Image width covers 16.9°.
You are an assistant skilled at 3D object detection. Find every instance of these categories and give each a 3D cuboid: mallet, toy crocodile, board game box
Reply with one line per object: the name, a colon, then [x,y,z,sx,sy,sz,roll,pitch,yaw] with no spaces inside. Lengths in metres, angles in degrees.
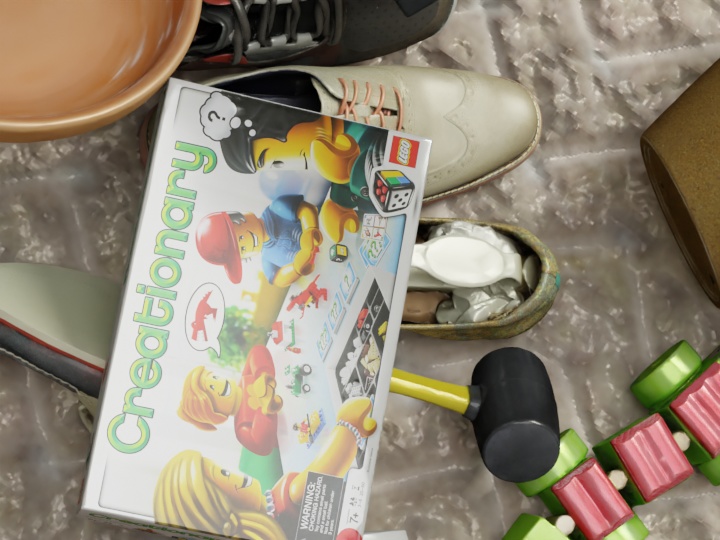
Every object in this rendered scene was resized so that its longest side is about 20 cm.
mallet: [0.003,0.053,1.131,0.199,0.066,0.041,12,122,-21]
toy crocodile: [0.141,0.089,1.176,0.200,0.062,0.068,-36,89,-14]
board game box: [-0.047,0.024,1.091,0.126,0.035,0.201,12,77,-9]

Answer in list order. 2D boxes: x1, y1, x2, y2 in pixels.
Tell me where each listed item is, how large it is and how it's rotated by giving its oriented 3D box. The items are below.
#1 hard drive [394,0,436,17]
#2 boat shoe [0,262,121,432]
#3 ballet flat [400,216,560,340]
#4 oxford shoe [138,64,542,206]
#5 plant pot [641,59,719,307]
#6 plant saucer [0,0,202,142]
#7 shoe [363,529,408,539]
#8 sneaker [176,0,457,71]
hard drive: [0.002,-0.229,1.093,0.200,0.033,0.140,54,41,-11]
boat shoe: [-0.097,0.057,1.138,0.199,0.071,0.063,22,119,-7]
ballet flat: [0.000,0.000,1.163,0.199,0.071,0.071,2,81,-10]
oxford shoe: [-0.004,-0.066,1.168,0.199,0.074,0.071,-7,82,-11]
plant pot: [0.243,-0.067,1.167,0.199,0.186,0.187,-24,86,0]
plant saucer: [-0.169,-0.135,1.069,0.199,0.037,0.201,12,54,-16]
shoe: [-0.069,0.177,1.123,0.199,0.071,0.091,-10,84,-6]
sneaker: [-0.050,-0.119,1.153,0.199,0.082,0.077,-4,117,-3]
